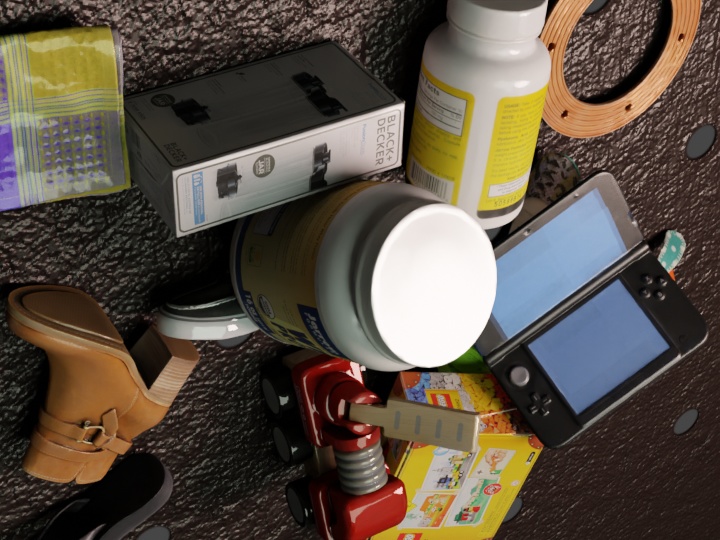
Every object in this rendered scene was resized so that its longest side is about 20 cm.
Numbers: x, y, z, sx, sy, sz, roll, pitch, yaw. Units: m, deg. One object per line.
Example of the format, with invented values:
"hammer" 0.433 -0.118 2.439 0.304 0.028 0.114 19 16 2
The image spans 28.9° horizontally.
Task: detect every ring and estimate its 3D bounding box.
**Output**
"ring" 0.237 -0.217 1.305 0.198 0.019 0.202 -20 132 -23

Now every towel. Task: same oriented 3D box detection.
"towel" -0.261 -0.100 1.002 0.197 0.023 0.145 -11 130 -24

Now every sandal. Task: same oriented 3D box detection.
"sandal" -0.258 0.237 1.256 0.200 0.076 0.043 -47 141 -12

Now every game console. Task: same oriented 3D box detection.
"game console" 0.207 0.040 1.323 0.199 0.172 0.118 -36 159 0

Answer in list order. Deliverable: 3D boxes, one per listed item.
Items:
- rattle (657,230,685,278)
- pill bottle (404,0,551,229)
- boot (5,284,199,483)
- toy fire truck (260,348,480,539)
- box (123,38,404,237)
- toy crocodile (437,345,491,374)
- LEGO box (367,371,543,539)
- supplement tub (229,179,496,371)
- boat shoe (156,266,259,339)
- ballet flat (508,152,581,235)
"rattle" 0.299 0.029 1.466 0.198 0.142 0.132 3 105 -32
"pill bottle" 0.102 -0.146 1.190 0.110 0.111 0.202 -14 131 -28
"boot" -0.242 0.104 1.159 0.199 0.074 0.155 26 109 -43
"toy fire truck" 0.015 0.166 1.281 0.127 0.199 0.179 -18 108 -23
"box" -0.077 -0.106 1.082 0.198 0.117 0.061 -20 133 -24
"toy crocodile" 0.138 0.095 1.450 0.067 0.062 0.199 -27 142 32
"LEGO box" 0.086 0.199 1.427 0.147 0.078 0.201 3 134 -20
"supplement tub" 0.000 0.000 1.111 0.143 0.199 0.147 -5 99 -34
"boat shoe" -0.088 0.013 1.215 0.198 0.068 0.057 -12 112 -32
"ballet flat" 0.171 -0.018 1.370 0.071 0.072 0.202 -16 132 -27
